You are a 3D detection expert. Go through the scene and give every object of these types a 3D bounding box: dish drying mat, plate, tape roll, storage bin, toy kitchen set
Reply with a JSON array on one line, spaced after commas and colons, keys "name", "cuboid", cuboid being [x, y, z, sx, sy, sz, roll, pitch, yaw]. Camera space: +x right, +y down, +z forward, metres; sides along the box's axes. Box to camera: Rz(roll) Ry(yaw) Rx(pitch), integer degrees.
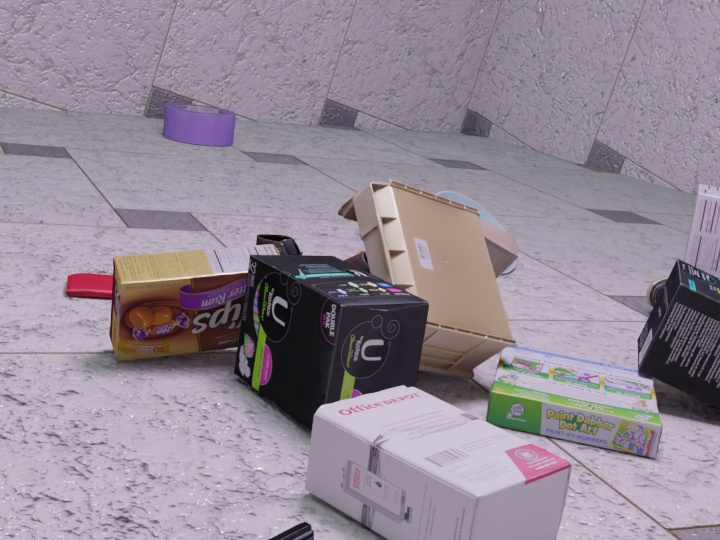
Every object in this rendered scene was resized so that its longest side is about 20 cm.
[{"name": "dish drying mat", "cuboid": [-0.314, 0.024, 1.571, 0.196, 0.019, 0.077, 5, 15, -15]}, {"name": "plate", "cuboid": [0.205, -0.065, 2.061, 0.198, 0.026, 0.202, 26, 36, -20]}, {"name": "tape roll", "cuboid": [-0.447, -0.405, 3.081, 0.196, 0.087, 0.200, 7, 13, -2]}, {"name": "storage bin", "cuboid": [0.077, 0.011, 1.368, 0.196, 0.203, 0.093, 14, -37, -41]}, {"name": "toy kitchen set", "cuboid": [0.171, -0.030, 1.641, 0.162, 0.181, 0.202, 27, 38, -22]}]

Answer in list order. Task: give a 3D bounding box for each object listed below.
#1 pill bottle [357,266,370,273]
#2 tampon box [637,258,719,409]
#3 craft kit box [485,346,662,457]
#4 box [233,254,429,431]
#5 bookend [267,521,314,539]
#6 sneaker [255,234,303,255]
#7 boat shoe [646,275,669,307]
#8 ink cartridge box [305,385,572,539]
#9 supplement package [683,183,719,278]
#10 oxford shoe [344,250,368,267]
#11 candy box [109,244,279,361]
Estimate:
[{"name": "pill bottle", "cuboid": [0.016, 0.053, 1.443, 0.115, 0.118, 0.198, 20, 18, 40]}, {"name": "tampon box", "cuboid": [0.473, 0.098, 1.429, 0.197, 0.128, 0.150, 26, 17, 8]}, {"name": "craft kit box", "cuboid": [0.258, 0.153, 1.344, 0.196, 0.049, 0.197, 11, 11, 10]}, {"name": "box", "cuboid": [-0.037, 0.078, 1.241, 0.123, 0.151, 0.199, 0, 16, -36]}, {"name": "bookend", "cuboid": [-0.023, 0.256, 0.654, 0.198, 0.094, 0.197, 18, 17, 32]}, {"name": "sneaker", "cuboid": [-0.082, 0.018, 1.546, 0.197, 0.108, 0.074, 16, 16, 31]}, {"name": "boat shoe", "cuboid": [0.583, 0.053, 1.871, 0.196, 0.075, 0.065, 7, 8, -4]}, {"name": "ink cartridge box", "cuboid": [0.068, 0.186, 1.009, 0.198, 0.084, 0.145, 21, 19, 41]}, {"name": "supplement package", "cuboid": [0.647, -0.041, 2.012, 0.109, 0.204, 0.156, 12, 14, 15]}, {"name": "oxford shoe", "cuboid": [0.000, 0.000, 1.736, 0.198, 0.074, 0.071, 20, 18, 40]}, {"name": "candy box", "cuboid": [-0.194, 0.037, 1.319, 0.196, 0.118, 0.057, -4, 38, -22]}]
